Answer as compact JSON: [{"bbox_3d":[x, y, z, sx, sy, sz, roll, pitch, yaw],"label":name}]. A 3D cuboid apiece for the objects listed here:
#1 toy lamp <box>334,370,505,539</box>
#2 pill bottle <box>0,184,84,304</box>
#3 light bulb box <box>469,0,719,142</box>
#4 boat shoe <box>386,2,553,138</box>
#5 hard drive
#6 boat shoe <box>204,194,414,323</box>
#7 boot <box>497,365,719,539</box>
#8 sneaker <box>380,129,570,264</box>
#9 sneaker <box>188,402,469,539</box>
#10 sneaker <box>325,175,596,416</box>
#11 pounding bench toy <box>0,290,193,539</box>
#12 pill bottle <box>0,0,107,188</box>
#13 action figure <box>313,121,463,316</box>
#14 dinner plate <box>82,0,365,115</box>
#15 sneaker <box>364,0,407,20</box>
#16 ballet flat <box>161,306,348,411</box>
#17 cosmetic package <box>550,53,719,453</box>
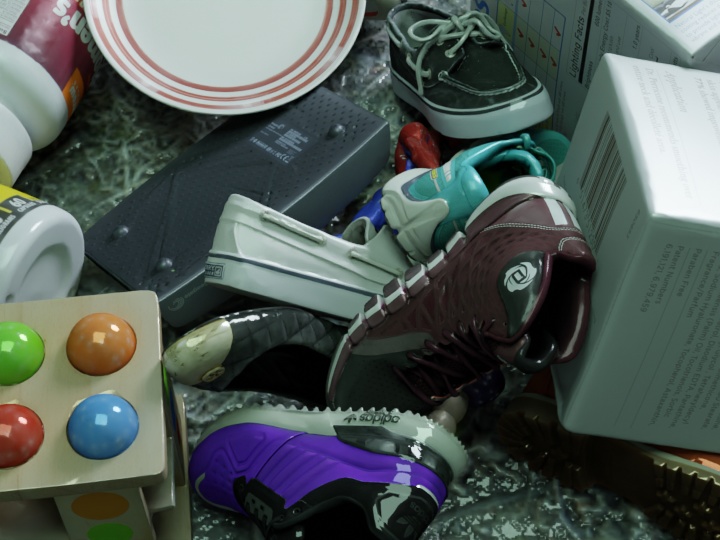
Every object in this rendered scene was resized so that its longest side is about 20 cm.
[{"bbox_3d":[0.026,0.137,1.133,0.058,0.058,0.201,19,57,15],"label":"toy lamp"},{"bbox_3d":[-0.293,-0.020,1.223,0.199,0.112,0.112,21,59,17],"label":"pill bottle"},{"bbox_3d":[0.183,-0.166,1.245,0.125,0.199,0.200,-33,61,-21],"label":"light bulb box"},{"bbox_3d":[0.068,-0.143,1.256,0.073,0.068,0.199,-19,24,-9],"label":"boat shoe"},{"bbox_3d":[-0.082,-0.047,1.241,0.200,0.042,0.135,-39,37,-15],"label":"hard drive"},{"bbox_3d":[0.000,0.000,1.155,0.199,0.072,0.066,14,86,-19],"label":"boat shoe"},{"bbox_3d":[0.196,0.100,1.142,0.199,0.075,0.107,26,55,20],"label":"boot"},{"bbox_3d":[0.095,-0.052,1.181,0.200,0.079,0.078,-27,90,-55],"label":"sneaker"},{"bbox_3d":[-0.038,0.136,1.080,0.199,0.070,0.100,-8,44,40],"label":"sneaker"},{"bbox_3d":[0.060,0.043,1.068,0.200,0.076,0.116,-50,31,15],"label":"sneaker"},{"bbox_3d":[-0.176,0.071,1.127,0.123,0.156,0.201,-6,55,-1],"label":"pounding bench toy"},{"bbox_3d":[-0.242,-0.155,1.313,0.109,0.110,0.201,16,58,14],"label":"pill bottle"},{"bbox_3d":[0.038,-0.027,1.240,0.099,0.065,0.200,21,60,24],"label":"action figure"},{"bbox_3d":[-0.095,-0.195,1.304,0.199,0.024,0.201,2,66,-4],"label":"dinner plate"},{"bbox_3d":[-0.066,-0.200,1.366,0.199,0.070,0.094,17,66,17],"label":"sneaker"},{"bbox_3d":[-0.041,0.060,1.121,0.066,0.199,0.057,-35,63,31],"label":"ballet flat"},{"bbox_3d":[0.225,-0.004,1.102,0.199,0.167,0.168,9,37,-10],"label":"cosmetic package"}]
